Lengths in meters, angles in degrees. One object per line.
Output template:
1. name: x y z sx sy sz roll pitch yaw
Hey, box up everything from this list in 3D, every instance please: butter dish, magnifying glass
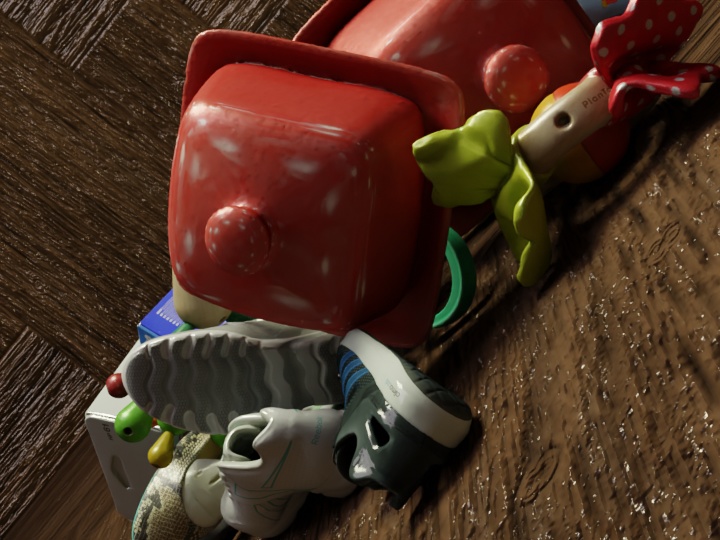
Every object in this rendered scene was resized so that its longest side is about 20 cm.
1. butter dish: 0.085 -0.139 1.060 0.200 0.199 0.148 -43 19 -4
2. magnifying glass: 0.000 0.000 1.107 0.200 0.080 0.022 4 14 43
3. butter dish: -0.052 -0.038 0.984 0.148 0.200 0.200 -41 -38 -62

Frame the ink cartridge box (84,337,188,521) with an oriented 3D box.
1. ink cartridge box: -0.153 0.118 1.392 0.200 0.085 0.145 -57 -32 -40

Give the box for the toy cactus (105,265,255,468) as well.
1. toy cactus: -0.115 0.054 1.161 0.200 0.165 0.102 -20 21 -32

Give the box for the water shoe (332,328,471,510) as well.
1. water shoe: 0.007 0.087 0.921 0.079 0.071 0.200 -54 8 -2

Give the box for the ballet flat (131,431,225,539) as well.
1. ballet flat: -0.107 0.147 1.205 0.075 0.068 0.200 -13 30 39

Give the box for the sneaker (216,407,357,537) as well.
1. sneaker: -0.064 0.131 1.049 0.200 0.080 0.070 137 146 -56

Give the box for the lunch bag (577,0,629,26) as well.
1. lunch bag: 0.113 -0.236 1.197 0.200 0.151 0.094 -18 12 6

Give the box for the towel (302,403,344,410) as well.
1. towel: -0.024 0.101 1.203 0.153 0.023 0.200 -45 10 40

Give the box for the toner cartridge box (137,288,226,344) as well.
1. toner cartridge box: -0.096 0.015 1.341 0.200 0.095 0.043 -48 -24 -31

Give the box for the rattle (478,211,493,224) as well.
1. rattle: 0.033 -0.122 1.246 0.130 0.200 0.143 75 -149 -51

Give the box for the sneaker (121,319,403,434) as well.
1. sneaker: -0.074 0.070 1.098 0.082 0.200 0.075 -148 58 -68

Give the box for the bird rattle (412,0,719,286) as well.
1. bird rattle: 0.134 -0.097 0.956 0.200 0.113 0.163 -47 -9 11

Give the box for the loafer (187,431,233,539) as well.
1. loafer: -0.110 0.149 1.298 0.073 0.071 0.200 -45 10 37
